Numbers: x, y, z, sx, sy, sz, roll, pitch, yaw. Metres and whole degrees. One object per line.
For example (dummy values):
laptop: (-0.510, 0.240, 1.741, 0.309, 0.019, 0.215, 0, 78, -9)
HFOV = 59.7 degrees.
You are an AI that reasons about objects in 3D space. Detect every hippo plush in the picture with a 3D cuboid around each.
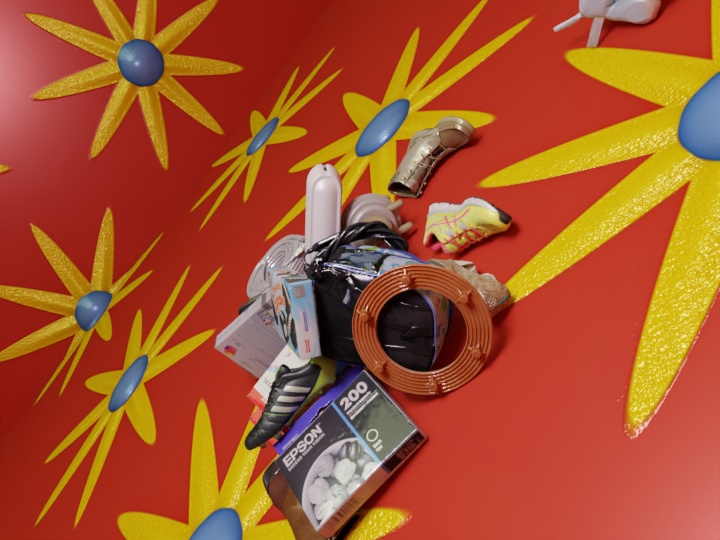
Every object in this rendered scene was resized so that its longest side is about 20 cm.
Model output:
hippo plush: (0.477, -0.519, 1.120, 0.161, 0.159, 0.201, -47, -20, -31)

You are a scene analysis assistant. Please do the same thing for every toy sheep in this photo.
toy sheep: (0.022, -0.093, 1.261, 0.138, 0.138, 0.200, -51, 15, -1)

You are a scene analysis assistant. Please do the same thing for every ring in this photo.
ring: (0.084, 0.088, 0.876, 0.200, 0.201, 0.019, -38, 9, 23)

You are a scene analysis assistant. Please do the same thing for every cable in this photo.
cable: (-0.192, 0.003, 1.521, 0.201, 0.069, 0.200, -54, 27, -5)
cable: (0.000, 0.000, 1.150, 0.198, 0.165, 0.051, -22, -4, 4)

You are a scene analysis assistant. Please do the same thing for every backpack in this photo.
backpack: (0.043, 0.055, 0.971, 0.198, 0.185, 0.147, 13, 32, 24)

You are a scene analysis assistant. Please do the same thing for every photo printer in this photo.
photo printer: (-0.075, -0.110, 1.253, 0.166, 0.069, 0.202, -116, 28, -76)

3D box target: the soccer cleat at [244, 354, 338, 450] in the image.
soccer cleat: (-0.124, 0.205, 1.022, 0.200, 0.081, 0.068, -44, 7, -5)

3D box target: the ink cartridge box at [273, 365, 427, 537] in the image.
ink cartridge box: (-0.031, 0.250, 0.937, 0.198, 0.043, 0.200, -44, 42, -5)

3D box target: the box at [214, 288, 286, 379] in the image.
box: (-0.164, 0.126, 1.237, 0.200, 0.156, 0.041, -41, 27, 19)

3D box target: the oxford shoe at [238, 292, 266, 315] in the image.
oxford shoe: (-0.164, 0.091, 1.304, 0.198, 0.073, 0.085, -7, 66, 15)

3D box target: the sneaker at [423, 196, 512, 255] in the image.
sneaker: (0.177, -0.066, 1.064, 0.199, 0.078, 0.091, -1, 63, 62)

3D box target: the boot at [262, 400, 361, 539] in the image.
boot: (-0.058, 0.313, 0.958, 0.188, 0.069, 0.200, -46, 32, -9)

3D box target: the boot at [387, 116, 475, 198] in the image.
boot: (0.143, -0.230, 1.300, 0.199, 0.072, 0.156, -5, 51, 60)

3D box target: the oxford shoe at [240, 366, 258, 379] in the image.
oxford shoe: (-0.191, 0.136, 1.352, 0.201, 0.074, 0.071, -55, 28, -9)

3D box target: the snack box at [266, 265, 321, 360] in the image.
snack box: (-0.110, 0.061, 1.010, 0.037, 0.117, 0.200, -10, 9, -17)

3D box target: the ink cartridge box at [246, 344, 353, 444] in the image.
ink cartridge box: (-0.113, 0.213, 1.098, 0.116, 0.067, 0.201, 36, 87, 26)

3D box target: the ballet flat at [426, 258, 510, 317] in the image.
ballet flat: (0.169, 0.021, 0.987, 0.065, 0.071, 0.200, -26, 28, -12)
